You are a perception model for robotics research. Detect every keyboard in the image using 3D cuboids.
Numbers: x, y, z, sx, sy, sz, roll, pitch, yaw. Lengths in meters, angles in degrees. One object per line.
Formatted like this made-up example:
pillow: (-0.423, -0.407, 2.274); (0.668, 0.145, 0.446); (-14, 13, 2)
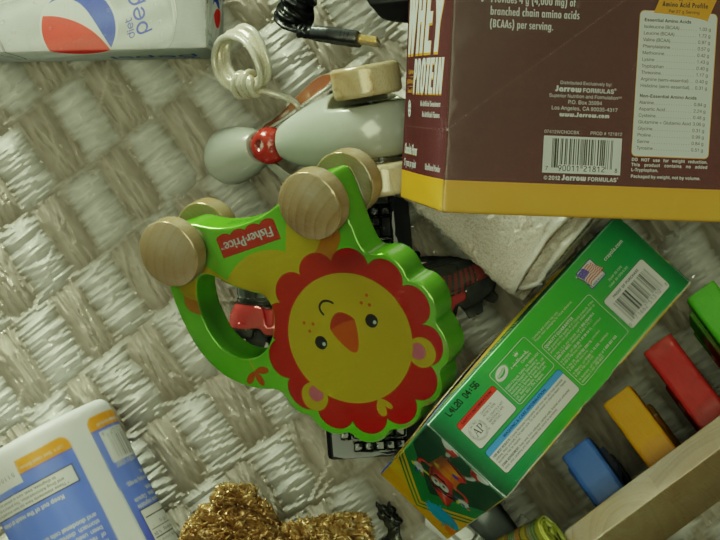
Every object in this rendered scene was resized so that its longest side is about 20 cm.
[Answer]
keyboard: (-0.019, 0.042, 1.272); (0.126, 0.021, 0.202); (-4, 89, 6)

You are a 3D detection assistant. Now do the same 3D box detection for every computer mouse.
computer mouse: (0.036, -0.197, 1.205); (0.198, 0.141, 0.046); (13, 123, 6)

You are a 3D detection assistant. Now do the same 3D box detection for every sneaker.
sneaker: (0.000, 0.000, 1.227); (0.199, 0.071, 0.099); (-5, 92, 2)

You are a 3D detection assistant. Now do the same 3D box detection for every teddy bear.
teddy bear: (-0.039, 0.226, 1.221); (0.198, 0.067, 0.146); (15, 122, 4)

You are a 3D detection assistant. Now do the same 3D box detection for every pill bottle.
pill bottle: (-0.193, 0.208, 1.246); (0.111, 0.112, 0.201); (-28, 87, 6)

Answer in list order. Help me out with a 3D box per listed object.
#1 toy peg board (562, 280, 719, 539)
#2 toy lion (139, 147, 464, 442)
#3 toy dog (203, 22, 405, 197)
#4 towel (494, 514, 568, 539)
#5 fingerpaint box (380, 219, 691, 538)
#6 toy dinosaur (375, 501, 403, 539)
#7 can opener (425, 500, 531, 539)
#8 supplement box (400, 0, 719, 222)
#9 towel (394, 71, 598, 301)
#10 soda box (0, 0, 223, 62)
toy peg board: (0.219, 0.107, 1.169); (0.199, 0.200, 0.098); (-37, 69, 5)
toy lion: (-0.032, 0.028, 1.148); (0.199, 0.069, 0.193); (-16, 99, 32)
toy dog: (-0.018, -0.101, 1.220); (0.199, 0.096, 0.133); (23, 112, 40)
towel: (0.114, 0.226, 1.180); (0.018, 0.200, 0.086); (-31, 84, -25)
fingerpaint box: (0.115, 0.076, 1.151); (0.073, 0.167, 0.200); (42, 71, 5)
toy dinosaur: (0.018, 0.233, 1.257); (0.200, 0.047, 0.088); (38, 109, 5)
can opener: (0.130, 0.223, 1.237); (0.200, 0.066, 0.053); (39, 93, 0)
supplement box: (0.135, -0.139, 1.080); (0.195, 0.133, 0.202); (2, 96, -10)
towel: (0.091, -0.084, 1.221); (0.200, 0.034, 0.133); (41, 94, 27)
soda box: (-0.206, -0.193, 1.268); (0.198, 0.068, 0.064); (0, 90, 6)
